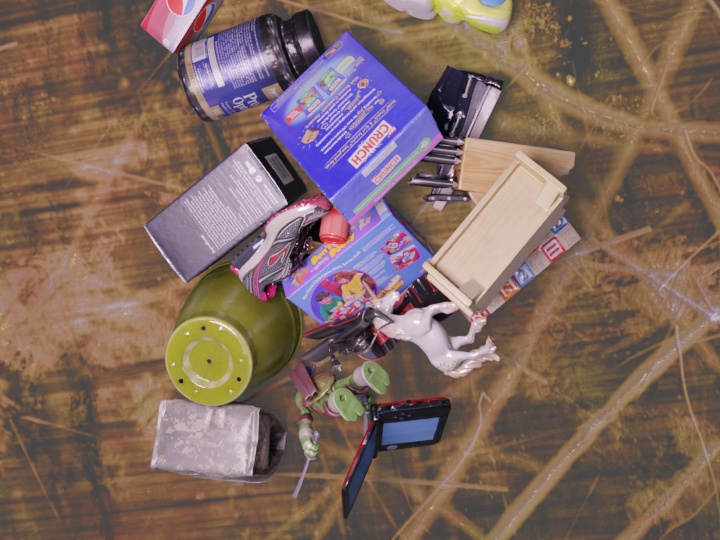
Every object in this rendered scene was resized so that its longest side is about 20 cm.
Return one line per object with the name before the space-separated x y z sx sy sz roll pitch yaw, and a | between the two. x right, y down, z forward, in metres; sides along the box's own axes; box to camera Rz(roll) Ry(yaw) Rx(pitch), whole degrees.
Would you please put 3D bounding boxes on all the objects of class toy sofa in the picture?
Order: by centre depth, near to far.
toy sofa | 0.175 -0.044 0.990 0.083 0.098 0.201 40 92 19

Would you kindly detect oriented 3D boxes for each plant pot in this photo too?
plant pot | -0.199 0.105 1.152 0.196 0.193 0.205 1 103 6

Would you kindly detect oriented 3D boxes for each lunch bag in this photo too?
lunch bag | -0.210 0.265 1.192 0.160 0.200 0.120 3 77 9

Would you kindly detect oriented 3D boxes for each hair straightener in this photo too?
hair straightener | -0.020 0.107 1.108 0.198 0.040 0.079 -23 60 45

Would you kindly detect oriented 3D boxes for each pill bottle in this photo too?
pill bottle | -0.151 -0.296 1.096 0.196 0.112 0.114 -17 101 11

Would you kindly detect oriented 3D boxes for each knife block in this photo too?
knife block | 0.164 -0.153 1.044 0.199 0.064 0.177 -38 96 1

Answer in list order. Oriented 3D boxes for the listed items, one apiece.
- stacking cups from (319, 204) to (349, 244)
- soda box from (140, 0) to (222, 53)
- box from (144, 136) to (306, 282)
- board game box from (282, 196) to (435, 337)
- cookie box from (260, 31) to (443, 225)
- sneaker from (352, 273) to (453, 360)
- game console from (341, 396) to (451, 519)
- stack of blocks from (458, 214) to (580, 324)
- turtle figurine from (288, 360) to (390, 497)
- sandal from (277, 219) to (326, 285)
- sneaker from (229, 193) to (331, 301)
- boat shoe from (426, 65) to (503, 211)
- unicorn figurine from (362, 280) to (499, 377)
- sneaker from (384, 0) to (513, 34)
stacking cups | -0.021 -0.139 1.101 0.059 0.061 0.204 4 78 6
soda box | -0.229 -0.412 1.100 0.063 0.070 0.201 37 105 -1
box | -0.193 -0.092 1.129 0.199 0.148 0.105 -35 97 13
board game box | 0.000 0.000 1.144 0.199 0.045 0.134 -38 131 13
cookie box | -0.015 -0.191 1.021 0.171 0.075 0.201 -42 55 5
sneaker | 0.066 0.063 1.176 0.198 0.087 0.075 -30 93 -11
game console | 0.051 0.281 1.135 0.168 0.201 0.121 -6 62 -4
stack of blocks | 0.203 -0.030 1.119 0.199 0.059 0.116 -40 96 1
turtle figurine | -0.024 0.225 1.174 0.141 0.194 0.204 -1 71 -28
sandal | -0.060 -0.048 1.153 0.197 0.055 0.083 -23 59 10
sneaker | -0.102 -0.036 1.089 0.075 0.080 0.200 52 127 6
boat shoe | 0.125 -0.195 1.111 0.091 0.075 0.203 26 96 5
unicorn figurine | 0.100 0.080 1.081 0.136 0.074 0.202 -30 101 27
sneaker | 0.121 -0.403 1.066 0.196 0.076 0.107 16 93 -4
